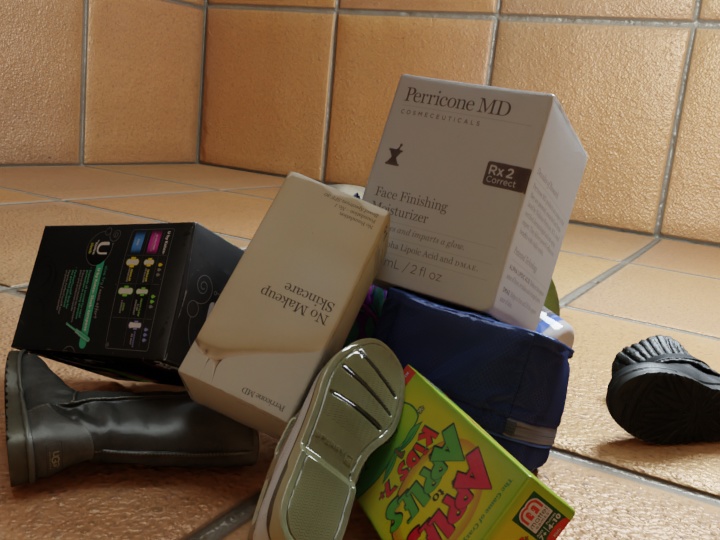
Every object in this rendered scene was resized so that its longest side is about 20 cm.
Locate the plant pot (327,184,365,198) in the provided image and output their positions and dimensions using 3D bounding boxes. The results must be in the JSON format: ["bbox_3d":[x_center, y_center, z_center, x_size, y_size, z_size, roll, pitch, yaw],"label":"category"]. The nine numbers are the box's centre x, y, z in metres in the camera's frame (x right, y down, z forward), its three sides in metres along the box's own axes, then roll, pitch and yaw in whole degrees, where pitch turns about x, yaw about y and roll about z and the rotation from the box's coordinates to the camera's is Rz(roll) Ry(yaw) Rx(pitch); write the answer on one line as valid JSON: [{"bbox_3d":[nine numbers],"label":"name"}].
[{"bbox_3d":[-0.026,-0.004,1.148,0.195,0.203,0.136,5,43,-2],"label":"plant pot"}]

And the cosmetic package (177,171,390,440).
[{"bbox_3d":[-0.058,0.029,0.661,0.102,0.203,0.074,21,-26,9],"label":"cosmetic package"}]

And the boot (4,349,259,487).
[{"bbox_3d":[-0.201,0.119,0.683,0.196,0.074,0.182,-6,28,-24],"label":"boot"}]

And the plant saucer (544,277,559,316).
[{"bbox_3d":[0.154,0.037,0.989,0.197,0.204,0.031,14,34,35],"label":"plant saucer"}]

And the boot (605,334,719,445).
[{"bbox_3d":[0.328,0.126,0.887,0.207,0.081,0.158,13,15,-23],"label":"boot"}]

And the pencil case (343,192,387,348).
[{"bbox_3d":[0.000,0.000,0.892,0.084,0.093,0.202,32,39,-13],"label":"pencil case"}]

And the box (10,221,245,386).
[{"bbox_3d":[-0.199,0.038,0.751,0.196,0.127,0.148,0,-18,29],"label":"box"}]

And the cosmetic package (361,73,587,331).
[{"bbox_3d":[0.109,-0.061,0.783,0.162,0.204,0.164,15,-5,29],"label":"cosmetic package"}]

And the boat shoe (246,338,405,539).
[{"bbox_3d":[-0.028,0.127,0.570,0.075,0.068,0.201,45,39,-9],"label":"boat shoe"}]

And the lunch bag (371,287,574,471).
[{"bbox_3d":[0.087,0.107,0.726,0.196,0.135,0.135,16,-4,27],"label":"lunch bag"}]

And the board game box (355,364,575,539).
[{"bbox_3d":[0.055,0.151,0.556,0.047,0.102,0.200,39,-1,-22],"label":"board game box"}]

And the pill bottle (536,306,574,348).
[{"bbox_3d":[0.135,0.057,0.904,0.199,0.116,0.113,37,27,30],"label":"pill bottle"}]
